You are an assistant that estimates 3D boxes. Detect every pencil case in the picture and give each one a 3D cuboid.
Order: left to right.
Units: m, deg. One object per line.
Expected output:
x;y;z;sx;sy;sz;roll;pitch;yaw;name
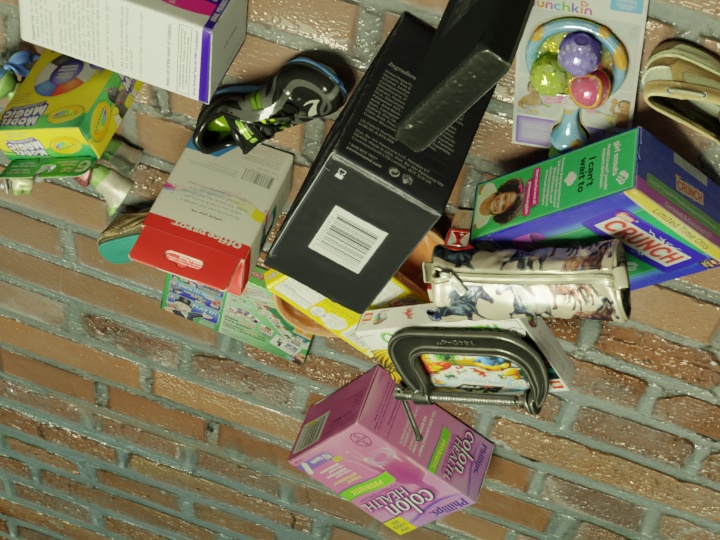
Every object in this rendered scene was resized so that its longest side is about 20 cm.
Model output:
0.161;0.011;1.310;0.200;0.078;0.089;-1;-178;22;pencil case

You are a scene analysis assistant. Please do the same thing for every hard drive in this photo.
0.099;-0.206;1.148;0.033;0.200;0.140;33;143;-14;hard drive

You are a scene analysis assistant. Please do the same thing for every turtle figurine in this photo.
-0.357;-0.127;1.543;0.194;0.200;0.144;31;177;-18;turtle figurine

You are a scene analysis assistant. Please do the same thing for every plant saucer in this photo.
0.000;0.000;1.504;0.200;0.037;0.200;-10;143;-7;plant saucer

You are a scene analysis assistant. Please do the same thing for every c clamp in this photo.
0.112;0.117;1.444;0.200;0.027;0.171;-4;131;34;c clamp

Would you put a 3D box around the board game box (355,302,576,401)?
0.109;0.083;1.449;0.200;0.035;0.126;-8;134;36;board game box

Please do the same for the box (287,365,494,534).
0.039;0.242;1.827;0.200;0.097;0.176;35;142;-17;box

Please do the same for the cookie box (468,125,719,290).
0.237;-0.047;1.347;0.171;0.075;0.200;29;146;-36;cookie box

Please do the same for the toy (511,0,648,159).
0.195;-0.171;1.270;0.115;0.047;0.200;11;142;13;toy

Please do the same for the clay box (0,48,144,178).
-0.288;-0.176;1.390;0.115;0.200;0.048;0;138;27;clay box

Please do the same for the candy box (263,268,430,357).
-0.005;0.027;1.485;0.102;0.026;0.200;-33;140;17;candy box

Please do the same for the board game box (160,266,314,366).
-0.148;0.040;1.730;0.200;0.029;0.135;22;143;1;board game box

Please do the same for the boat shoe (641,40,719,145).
0.340;-0.128;1.223;0.200;0.076;0.072;22;143;1;boat shoe

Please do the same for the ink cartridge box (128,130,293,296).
-0.158;-0.052;1.476;0.116;0.200;0.067;19;143;6;ink cartridge box

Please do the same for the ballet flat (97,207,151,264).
-0.224;-0.054;1.622;0.200;0.065;0.071;-5;137;29;ballet flat

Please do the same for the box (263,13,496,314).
0.020;-0.099;1.323;0.117;0.200;0.197;29;144;-7;box

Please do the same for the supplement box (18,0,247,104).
-0.219;-0.257;1.336;0.200;0.101;0.103;18;143;6;supplement box

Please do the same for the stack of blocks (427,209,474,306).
0.132;0.043;1.514;0.059;0.115;0.200;7;142;20;stack of blocks

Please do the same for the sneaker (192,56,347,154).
-0.093;-0.158;1.408;0.200;0.083;0.071;-12;131;38;sneaker
